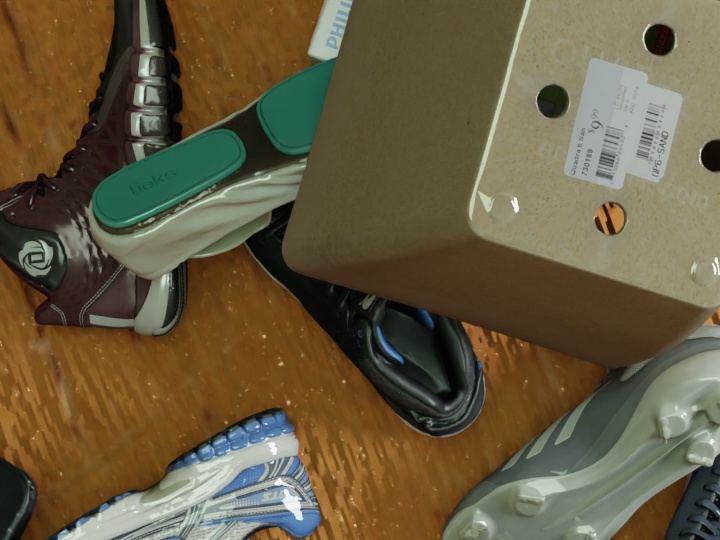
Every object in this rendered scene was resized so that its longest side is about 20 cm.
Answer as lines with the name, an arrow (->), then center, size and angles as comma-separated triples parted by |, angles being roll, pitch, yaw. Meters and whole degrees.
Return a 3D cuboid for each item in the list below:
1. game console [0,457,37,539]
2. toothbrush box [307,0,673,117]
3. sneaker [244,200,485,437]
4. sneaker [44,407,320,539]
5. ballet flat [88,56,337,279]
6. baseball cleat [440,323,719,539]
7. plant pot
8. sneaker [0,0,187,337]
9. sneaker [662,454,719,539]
game console -> -0.299, 0.152, 1.283 | 0.172, 0.119, 0.201 | 27, 85, 27
toothbrush box -> 0.087, -0.146, 1.335 | 0.199, 0.086, 0.147 | 19, 86, 2
sneaker -> 0.000, 0.000, 1.307 | 0.073, 0.112, 0.200 | -41, 85, -5
sneaker -> -0.109, 0.156, 1.311 | 0.199, 0.077, 0.086 | -30, 88, -2
ballet flat -> -0.047, -0.055, 1.283 | 0.199, 0.069, 0.070 | -26, 84, -2
baseball cleat -> 0.130, 0.095, 1.323 | 0.199, 0.107, 0.070 | -31, 115, 22
plant pot -> 0.101, -0.066, 1.178 | 0.199, 0.177, 0.201 | 17, 88, -17
sneaker -> -0.157, -0.063, 1.336 | 0.114, 0.076, 0.202 | -3, 84, 3
sneaker -> 0.196, 0.142, 1.275 | 0.077, 0.146, 0.203 | 27, 83, 5
